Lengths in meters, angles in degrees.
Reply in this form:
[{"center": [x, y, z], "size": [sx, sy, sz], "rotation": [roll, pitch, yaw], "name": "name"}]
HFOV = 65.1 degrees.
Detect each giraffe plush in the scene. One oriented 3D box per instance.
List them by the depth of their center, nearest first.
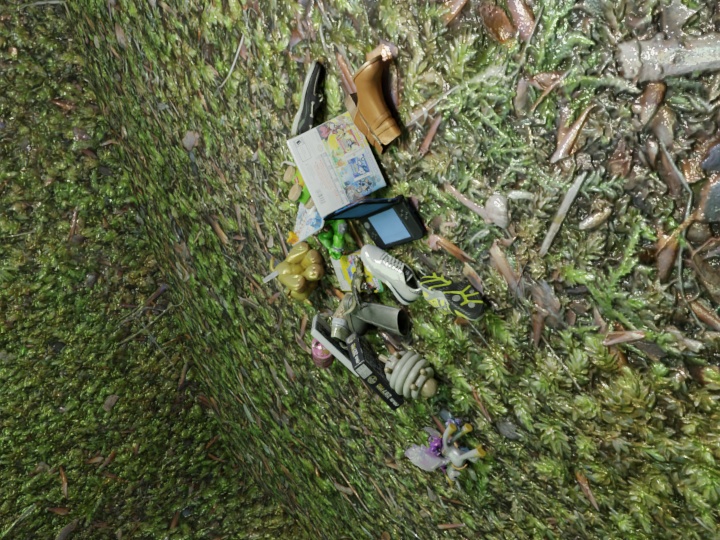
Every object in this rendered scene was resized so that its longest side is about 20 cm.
[{"center": [-0.195, 0.033, 1.822], "size": [0.163, 0.197, 0.175], "rotation": [63, -171, -52], "name": "giraffe plush"}]

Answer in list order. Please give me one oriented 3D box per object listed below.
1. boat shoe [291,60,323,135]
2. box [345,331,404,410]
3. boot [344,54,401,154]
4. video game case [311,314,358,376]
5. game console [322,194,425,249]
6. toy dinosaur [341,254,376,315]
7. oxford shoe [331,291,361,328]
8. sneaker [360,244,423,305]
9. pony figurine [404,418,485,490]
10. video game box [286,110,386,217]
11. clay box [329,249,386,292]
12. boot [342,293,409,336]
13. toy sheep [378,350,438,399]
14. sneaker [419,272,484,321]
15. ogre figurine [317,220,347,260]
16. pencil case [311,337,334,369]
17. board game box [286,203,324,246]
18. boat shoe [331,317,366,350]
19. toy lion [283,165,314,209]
[{"center": [-0.125, -0.430, 1.439], "size": [0.059, 0.074, 0.202], "rotation": [16, 123, -8], "name": "boat shoe"}, {"center": [0.042, 0.291, 1.650], "size": [0.200, 0.049, 0.162], "rotation": [48, -169, -25], "name": "box"}, {"center": [0.043, -0.365, 1.255], "size": [0.156, 0.073, 0.200], "rotation": [57, 159, 7], "name": "boot"}, {"center": [-0.075, 0.233, 1.775], "size": [0.200, 0.023, 0.182], "rotation": [44, -175, -9], "name": "video game case"}, {"center": [0.032, -0.109, 1.398], "size": [0.172, 0.118, 0.199], "rotation": [55, 149, -14], "name": "game console"}, {"center": [-0.003, 0.058, 1.561], "size": [0.088, 0.047, 0.203], "rotation": [38, 126, 42], "name": "toy dinosaur"}, {"center": [-0.044, 0.132, 1.752], "size": [0.071, 0.073, 0.202], "rotation": [43, 143, 24], "name": "oxford shoe"}, {"center": [0.086, -0.004, 1.468], "size": [0.199, 0.077, 0.081], "rotation": [41, 149, 3], "name": "sneaker"}, {"center": [0.247, 0.512, 1.606], "size": [0.192, 0.166, 0.202], "rotation": [38, 127, 17], "name": "pony figurine"}, {"center": [-0.058, -0.259, 1.374], "size": [0.203, 0.180, 0.047], "rotation": [65, 176, -8], "name": "video game box"}, {"center": [0.000, 0.000, 1.614], "size": [0.198, 0.047, 0.117], "rotation": [0, 114, 52], "name": "clay box"}, {"center": [0.054, 0.150, 1.639], "size": [0.197, 0.073, 0.183], "rotation": [10, 146, 29], "name": "boot"}, {"center": [0.132, 0.288, 1.581], "size": [0.199, 0.137, 0.140], "rotation": [34, 140, 26], "name": "toy sheep"}, {"center": [0.225, 0.073, 1.355], "size": [0.199, 0.075, 0.077], "rotation": [35, 149, 49], "name": "sneaker"}, {"center": [-0.086, -0.142, 1.568], "size": [0.120, 0.096, 0.204], "rotation": [129, 142, -55], "name": "ogre figurine"}, {"center": [-0.125, 0.276, 1.917], "size": [0.083, 0.086, 0.201], "rotation": [54, 165, 16], "name": "pencil case"}, {"center": [-0.140, -0.187, 1.560], "size": [0.199, 0.025, 0.204], "rotation": [-24, 53, 58], "name": "board game box"}, {"center": [-0.042, 0.212, 1.747], "size": [0.071, 0.063, 0.200], "rotation": [5, 154, 32], "name": "boat shoe"}, {"center": [-0.122, -0.276, 1.494], "size": [0.193, 0.068, 0.201], "rotation": [-54, 30, 18], "name": "toy lion"}]
